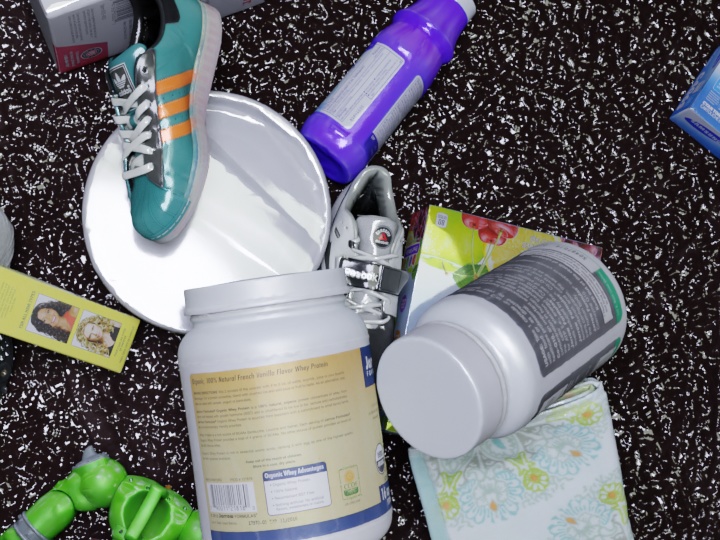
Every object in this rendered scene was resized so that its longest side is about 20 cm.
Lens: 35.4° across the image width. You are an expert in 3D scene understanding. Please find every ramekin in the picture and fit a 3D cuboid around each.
[{"bbox_3d":[-0.129,-0.043,0.949,0.201,0.094,0.204,1,83,-11],"label":"ramekin"}]

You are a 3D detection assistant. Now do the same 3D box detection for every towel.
[{"bbox_3d":[0.138,0.194,0.953,0.170,0.048,0.201,-14,113,1],"label":"towel"}]

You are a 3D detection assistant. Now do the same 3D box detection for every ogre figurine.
[{"bbox_3d":[-0.182,0.226,0.902,0.199,0.098,0.120,25,82,20],"label":"ogre figurine"}]

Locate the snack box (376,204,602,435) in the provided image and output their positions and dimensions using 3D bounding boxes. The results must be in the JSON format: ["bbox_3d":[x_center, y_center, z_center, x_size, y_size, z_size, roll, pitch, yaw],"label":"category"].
[{"bbox_3d":[0.112,0.060,1.000,0.168,0.068,0.201,12,83,-11],"label":"snack box"}]

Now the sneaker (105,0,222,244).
[{"bbox_3d":[-0.161,-0.123,0.855,0.080,0.071,0.201,19,69,-44],"label":"sneaker"}]

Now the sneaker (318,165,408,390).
[{"bbox_3d":[0.000,0.000,0.934,0.074,0.089,0.201,7,56,-14],"label":"sneaker"}]

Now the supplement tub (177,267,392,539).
[{"bbox_3d":[-0.058,0.104,0.834,0.144,0.144,0.201,-8,90,-12],"label":"supplement tub"}]

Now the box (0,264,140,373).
[{"bbox_3d":[-0.272,0.024,0.870,0.200,0.075,0.050,27,79,-47],"label":"box"}]

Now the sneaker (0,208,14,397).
[{"bbox_3d":[-0.326,0.040,0.922,0.072,0.072,0.201,5,93,-50],"label":"sneaker"}]

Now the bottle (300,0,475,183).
[{"bbox_3d":[0.026,-0.171,1.001,0.065,0.084,0.200,37,78,2],"label":"bottle"}]

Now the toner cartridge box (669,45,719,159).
[{"bbox_3d":[0.408,-0.126,1.095,0.200,0.043,0.095,37,77,-5],"label":"toner cartridge box"}]

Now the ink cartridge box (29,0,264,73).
[{"bbox_3d":[-0.175,-0.254,0.938,0.199,0.145,0.085,-23,87,-13],"label":"ink cartridge box"}]

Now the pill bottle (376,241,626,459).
[{"bbox_3d":[0.110,0.059,0.867,0.200,0.113,0.113,-26,89,-45],"label":"pill bottle"}]
